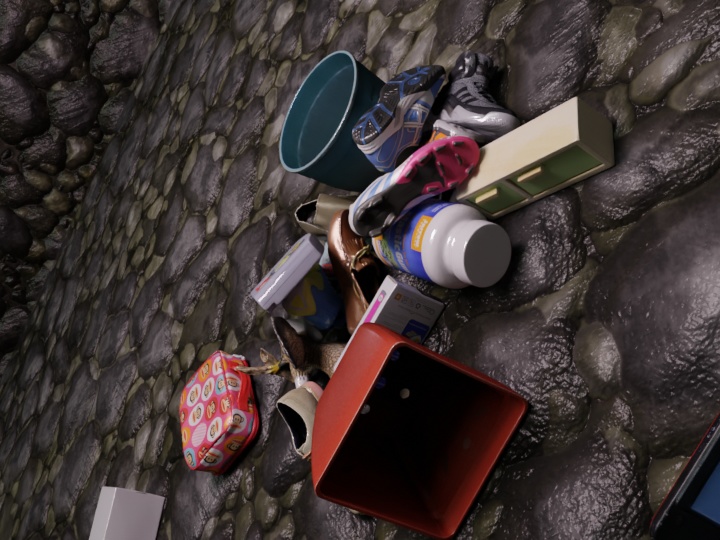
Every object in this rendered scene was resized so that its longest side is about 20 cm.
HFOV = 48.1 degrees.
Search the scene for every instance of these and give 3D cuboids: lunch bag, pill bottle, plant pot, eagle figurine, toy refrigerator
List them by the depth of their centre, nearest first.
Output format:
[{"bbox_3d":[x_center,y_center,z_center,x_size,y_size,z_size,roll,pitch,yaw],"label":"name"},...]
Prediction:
[{"bbox_3d":[0.049,0.176,0.998,0.202,0.198,0.176,-61,23,7],"label":"plant pot"},{"bbox_3d":[0.219,-0.135,1.035,0.199,0.075,0.071,-24,52,46],"label":"toy refrigerator"},{"bbox_3d":[0.110,-0.039,1.098,0.199,0.111,0.113,21,87,57],"label":"pill bottle"},{"bbox_3d":[-0.082,0.135,1.244,0.152,0.151,0.200,58,147,7],"label":"eagle figurine"},{"bbox_3d":[0.001,-0.211,1.285,0.199,0.186,0.203,-33,44,40],"label":"plant pot"},{"bbox_3d":[-0.253,0.247,1.465,0.177,0.081,0.201,-50,36,23],"label":"lunch bag"}]

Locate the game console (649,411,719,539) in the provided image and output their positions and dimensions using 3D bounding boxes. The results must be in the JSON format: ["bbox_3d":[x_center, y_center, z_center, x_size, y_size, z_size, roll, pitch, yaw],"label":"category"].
[{"bbox_3d":[0.356,0.185,0.618,0.202,0.171,0.119,-61,7,8],"label":"game console"}]

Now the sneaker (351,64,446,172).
[{"bbox_3d":[0.063,-0.228,1.182,0.075,0.077,0.200,14,55,45],"label":"sneaker"}]

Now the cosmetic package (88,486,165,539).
[{"bbox_3d":[-0.465,0.531,1.567,0.081,0.112,0.203,-18,55,48],"label":"cosmetic package"}]

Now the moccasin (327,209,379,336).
[{"bbox_3d":[-0.001,0.000,1.236,0.077,0.073,0.204,-26,65,37],"label":"moccasin"}]

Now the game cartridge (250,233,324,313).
[{"bbox_3d":[-0.112,0.002,1.241,0.133,0.041,0.200,-45,7,-7],"label":"game cartridge"}]

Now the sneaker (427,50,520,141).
[{"bbox_3d":[0.173,-0.257,1.171,0.200,0.075,0.115,29,97,59],"label":"sneaker"}]

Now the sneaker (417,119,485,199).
[{"bbox_3d":[0.120,-0.153,1.171,0.200,0.076,0.114,-129,57,-82],"label":"sneaker"}]

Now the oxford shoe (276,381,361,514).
[{"bbox_3d":[-0.053,0.256,1.122,0.201,0.073,0.071,56,132,16],"label":"oxford shoe"}]

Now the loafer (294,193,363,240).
[{"bbox_3d":[-0.045,-0.089,1.346,0.199,0.069,0.076,-8,63,52],"label":"loafer"}]

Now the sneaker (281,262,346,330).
[{"bbox_3d":[-0.069,0.048,1.304,0.076,0.105,0.200,-51,6,16],"label":"sneaker"}]

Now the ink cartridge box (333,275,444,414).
[{"bbox_3d":[0.030,0.112,1.134,0.202,0.094,0.037,-61,34,9],"label":"ink cartridge box"}]

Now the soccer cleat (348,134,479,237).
[{"bbox_3d":[0.064,-0.121,1.079,0.199,0.070,0.087,-34,23,4],"label":"soccer cleat"}]

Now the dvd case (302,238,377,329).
[{"bbox_3d":[-0.026,-0.003,1.349,0.145,0.022,0.203,3,74,55],"label":"dvd case"}]
